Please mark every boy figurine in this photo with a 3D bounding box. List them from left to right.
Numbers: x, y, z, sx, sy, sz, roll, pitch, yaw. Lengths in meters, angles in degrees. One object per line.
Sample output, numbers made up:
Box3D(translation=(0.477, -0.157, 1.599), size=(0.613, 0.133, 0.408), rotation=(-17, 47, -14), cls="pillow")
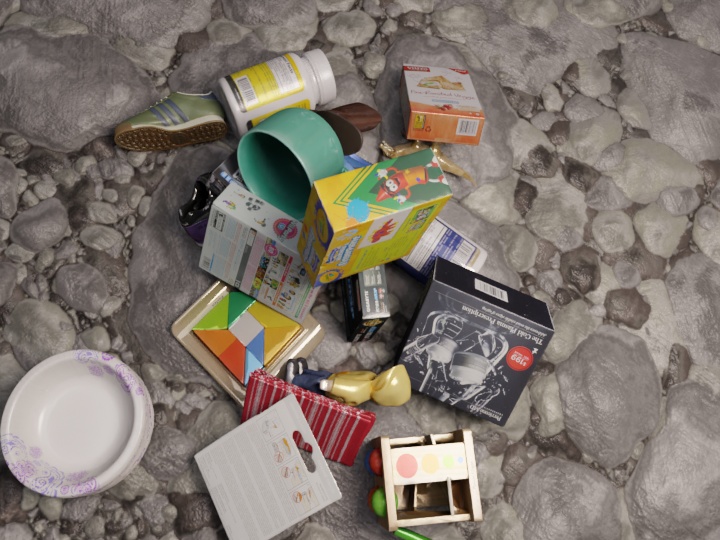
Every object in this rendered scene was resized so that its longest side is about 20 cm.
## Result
Box3D(translation=(-0.020, 0.171, 0.906), size=(0.195, 0.124, 0.066), rotation=(-1, 84, 23), cls="boy figurine")

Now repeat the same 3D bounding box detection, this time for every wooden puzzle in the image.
Box3D(translation=(-0.184, 0.099, 0.976), size=(0.200, 0.037, 0.185), rotation=(43, 73, 7), cls="wooden puzzle")

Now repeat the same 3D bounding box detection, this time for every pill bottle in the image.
Box3D(translation=(-0.150, -0.323, 1.075), size=(0.196, 0.115, 0.116), rotation=(-24, 76, -14), cls="pill bottle")
Box3D(translation=(0.110, -0.042, 1.016), size=(0.198, 0.111, 0.112), rotation=(36, 72, 6), cls="pill bottle")

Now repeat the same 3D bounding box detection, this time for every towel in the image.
Box3D(translation=(-0.084, 0.227, 0.899), size=(0.196, 0.146, 0.023), rotation=(21, 42, 1), cls="towel")

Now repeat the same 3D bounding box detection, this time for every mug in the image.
Box3D(translation=(-0.089, -0.159, 0.920), size=(0.186, 0.151, 0.115), rotation=(52, 51, -11), cls="mug")

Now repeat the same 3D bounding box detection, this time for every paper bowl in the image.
Box3D(translation=(-0.409, 0.226, 0.875), size=(0.195, 0.105, 0.206), rotation=(2, 72, -5), cls="paper bowl")

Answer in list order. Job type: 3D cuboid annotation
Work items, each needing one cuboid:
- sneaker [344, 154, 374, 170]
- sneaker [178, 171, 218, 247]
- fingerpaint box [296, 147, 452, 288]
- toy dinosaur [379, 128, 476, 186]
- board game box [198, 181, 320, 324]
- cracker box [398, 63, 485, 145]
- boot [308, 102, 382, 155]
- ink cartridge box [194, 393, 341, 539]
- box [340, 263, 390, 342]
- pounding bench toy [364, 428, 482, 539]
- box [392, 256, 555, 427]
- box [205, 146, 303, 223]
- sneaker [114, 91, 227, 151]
Box3D(translation=(-0.008, -0.164, 1.070), size=(0.197, 0.066, 0.079), rotation=(32, 80, 5), cls="sneaker")
Box3D(translation=(-0.233, -0.142, 1.010), size=(0.074, 0.088, 0.203), rotation=(18, 68, 29), cls="sneaker")
Box3D(translation=(0.009, -0.065, 0.794), size=(0.163, 0.200, 0.075), rotation=(-19, 75, -18), cls="fingerpaint box")
Box3D(translation=(0.136, -0.221, 1.116), size=(0.196, 0.058, 0.103), rotation=(20, 86, 7), cls="toy dinosaur")
Box3D(translation=(-0.147, -0.023, 0.936), size=(0.197, 0.149, 0.065), rotation=(30, 46, 0), cls="board game box")
Box3D(translation=(0.144, -0.309, 1.086), size=(0.130, 0.059, 0.202), rotation=(4, 41, -5), cls="cracker box")
Box3D(translation=(-0.011, -0.253, 1.030), size=(0.184, 0.066, 0.198), rotation=(27, 30, 33), cls="boot")
Box3D(translation=(-0.134, 0.296, 0.869), size=(0.198, 0.050, 0.165), rotation=(-33, 76, 13), cls="ink cartridge box")
Box3D(translation=(0.000, 0.000, 0.963), size=(0.045, 0.159, 0.205), rotation=(-3, 72, -12), cls="box")
Box3D(translation=(0.089, 0.350, 0.880), size=(0.152, 0.125, 0.205), rotation=(-3, 73, -7), cls="pounding bench toy")
Box3D(translation=(0.172, 0.111, 0.930), size=(0.196, 0.104, 0.185), rotation=(22, 113, 2), cls="box")
Box3D(translation=(-0.137, -0.133, 1.003), size=(0.200, 0.050, 0.159), rotation=(44, 57, -10), cls="box")
Box3D(translation=(-0.343, -0.277, 1.069), size=(0.195, 0.067, 0.092), rotation=(-10, 66, -10), cls="sneaker")
